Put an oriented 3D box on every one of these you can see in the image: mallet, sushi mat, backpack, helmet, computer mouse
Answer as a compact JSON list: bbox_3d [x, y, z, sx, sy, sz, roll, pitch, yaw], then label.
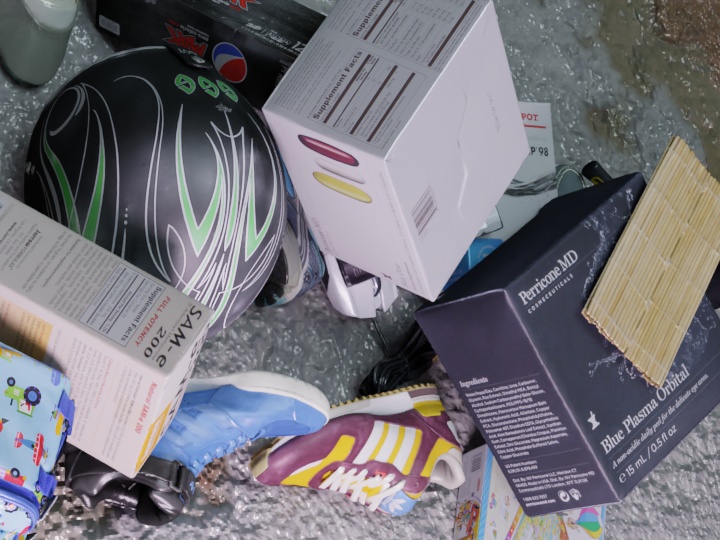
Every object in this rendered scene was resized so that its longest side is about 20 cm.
[{"bbox_3d":[0.281,-0.035,2.043,0.200,0.066,0.041,46,45,-28],"label":"mallet"},{"bbox_3d":[0.244,-0.009,1.805,0.096,0.012,0.201,46,55,-23],"label":"sushi mat"},{"bbox_3d":[-0.292,0.146,1.454,0.182,0.134,0.201,31,56,-24],"label":"backpack"},{"bbox_3d":[-0.146,-0.043,1.638,0.199,0.200,0.192,8,48,-37],"label":"helmet"},{"bbox_3d":[0.000,0.000,1.826,0.109,0.044,0.201,-29,90,-43],"label":"computer mouse"}]

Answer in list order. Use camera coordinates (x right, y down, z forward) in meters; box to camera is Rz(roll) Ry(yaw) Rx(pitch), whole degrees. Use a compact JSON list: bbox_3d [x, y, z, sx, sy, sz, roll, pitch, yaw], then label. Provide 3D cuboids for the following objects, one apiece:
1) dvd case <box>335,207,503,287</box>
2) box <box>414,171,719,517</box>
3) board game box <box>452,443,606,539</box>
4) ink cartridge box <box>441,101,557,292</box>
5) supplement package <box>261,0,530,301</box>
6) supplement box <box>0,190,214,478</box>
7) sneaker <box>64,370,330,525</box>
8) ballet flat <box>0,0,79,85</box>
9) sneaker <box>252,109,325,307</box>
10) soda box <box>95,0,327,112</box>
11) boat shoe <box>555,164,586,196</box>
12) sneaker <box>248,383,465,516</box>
[{"bbox_3d":[0.018,-0.104,1.816,0.148,0.016,0.201,-21,91,-24],"label":"dvd case"},{"bbox_3d":[0.181,0.060,1.823,0.196,0.117,0.201,-38,103,-37],"label":"box"},{"bbox_3d":[0.133,0.258,1.823,0.134,0.034,0.201,28,54,-27],"label":"board game box"},{"bbox_3d":[0.104,-0.082,1.907,0.115,0.066,0.202,0,82,-40],"label":"ink cartridge box"},{"bbox_3d":[0.031,-0.104,1.693,0.156,0.110,0.200,-56,152,-20],"label":"supplement package"},{"bbox_3d":[-0.211,0.037,1.530,0.199,0.126,0.074,29,49,3],"label":"supplement box"},{"bbox_3d":[-0.118,0.132,1.620,0.198,0.077,0.112,6,63,-18],"label":"sneaker"},{"bbox_3d":[-0.239,-0.240,1.725,0.067,0.064,0.201,20,58,-31],"label":"ballet flat"},{"bbox_3d":[-0.085,-0.069,1.782,0.086,0.077,0.201,-8,80,-57],"label":"sneaker"},{"bbox_3d":[-0.108,-0.187,1.737,0.199,0.064,0.071,29,42,23],"label":"soda box"},{"bbox_3d":[0.192,-0.008,1.977,0.072,0.062,0.201,21,58,-33],"label":"boat shoe"},{"bbox_3d":[0.005,0.149,1.739,0.199,0.075,0.091,-14,74,-42],"label":"sneaker"}]
